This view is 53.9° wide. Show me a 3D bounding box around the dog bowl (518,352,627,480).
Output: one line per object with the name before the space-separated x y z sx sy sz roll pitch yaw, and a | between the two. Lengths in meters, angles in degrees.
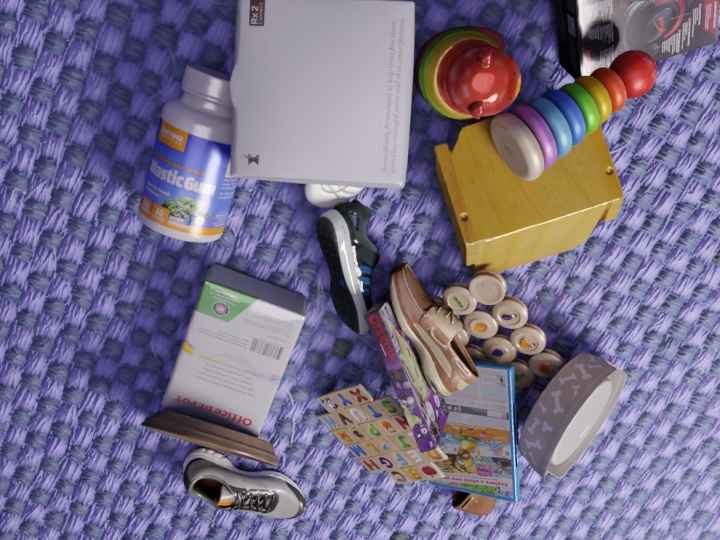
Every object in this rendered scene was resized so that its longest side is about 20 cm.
dog bowl | 0.301 0.206 1.015 0.200 0.059 0.201 -33 142 -30

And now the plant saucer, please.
plant saucer | -0.207 0.234 0.993 0.199 0.200 0.030 19 72 -9

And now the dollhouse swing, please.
dollhouse swing | 0.210 -0.101 0.933 0.198 0.176 0.183 -18 87 2

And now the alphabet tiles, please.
alphabet tiles | 0.029 0.244 1.041 0.166 0.006 0.200 -25 113 43

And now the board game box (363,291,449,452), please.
board game box | 0.067 0.133 0.975 0.032 0.120 0.201 -21 96 15

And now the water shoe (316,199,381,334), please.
water shoe | 0.000 0.000 0.971 0.079 0.071 0.201 -30 129 -25

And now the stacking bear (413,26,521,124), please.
stacking bear | 0.129 -0.228 0.835 0.113 0.200 0.122 11 108 -7

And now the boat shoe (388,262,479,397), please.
boat shoe | 0.104 0.077 0.976 0.073 0.076 0.201 -20 107 21

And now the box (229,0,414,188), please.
box | -0.039 -0.201 0.824 0.198 0.131 0.201 4 97 5

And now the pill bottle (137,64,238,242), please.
pill bottle | -0.203 -0.147 0.888 0.111 0.112 0.201 16 107 -9

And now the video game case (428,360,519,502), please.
video game case | 0.159 0.229 1.034 0.142 0.018 0.202 2 102 33

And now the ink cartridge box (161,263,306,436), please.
ink cartridge box | -0.176 0.113 0.992 0.144 0.088 0.201 20 105 -9

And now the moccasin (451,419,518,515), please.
moccasin | 0.186 0.285 1.086 0.077 0.074 0.203 8 118 -15

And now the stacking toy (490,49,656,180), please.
stacking toy | 0.251 -0.190 0.812 0.199 0.085 0.086 -34 108 -5

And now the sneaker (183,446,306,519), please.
sneaker | -0.178 0.340 1.073 0.199 0.079 0.074 22 105 -12

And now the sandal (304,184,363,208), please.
sandal | -0.005 -0.172 0.929 0.082 0.050 0.203 29 100 -29

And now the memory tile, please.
memory tile | 0.183 0.095 1.006 0.153 0.017 0.200 -26 111 39

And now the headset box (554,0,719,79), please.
headset box | 0.344 -0.333 0.860 0.198 0.075 0.149 -18 128 3
